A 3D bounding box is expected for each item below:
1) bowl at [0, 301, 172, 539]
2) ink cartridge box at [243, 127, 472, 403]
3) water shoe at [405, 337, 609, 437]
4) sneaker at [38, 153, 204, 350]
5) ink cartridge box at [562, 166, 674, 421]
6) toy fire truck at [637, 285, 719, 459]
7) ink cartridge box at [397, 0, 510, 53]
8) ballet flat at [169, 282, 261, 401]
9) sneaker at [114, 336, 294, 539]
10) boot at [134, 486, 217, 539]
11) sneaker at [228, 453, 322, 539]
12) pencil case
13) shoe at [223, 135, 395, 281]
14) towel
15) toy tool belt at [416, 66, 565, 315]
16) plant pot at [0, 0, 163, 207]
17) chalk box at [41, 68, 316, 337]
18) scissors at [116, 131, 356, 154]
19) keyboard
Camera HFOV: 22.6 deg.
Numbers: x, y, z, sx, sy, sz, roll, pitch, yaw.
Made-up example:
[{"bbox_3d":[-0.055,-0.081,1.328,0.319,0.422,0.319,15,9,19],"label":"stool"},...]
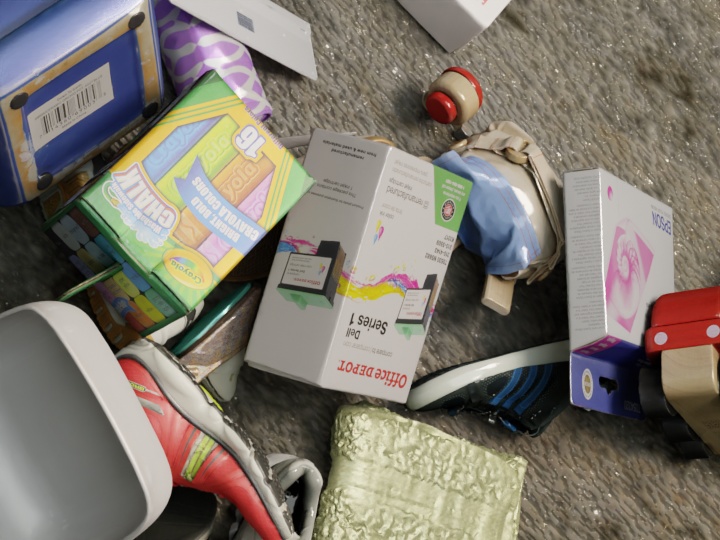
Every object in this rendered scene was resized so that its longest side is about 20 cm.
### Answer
[{"bbox_3d":[-0.239,0.129,1.389,0.075,0.199,0.201,-29,90,-55],"label":"bowl"},{"bbox_3d":[0.000,0.000,1.485,0.145,0.084,0.201,17,90,-58],"label":"ink cartridge box"},{"bbox_3d":[0.136,0.111,1.584,0.199,0.071,0.079,-12,86,-22],"label":"water shoe"},{"bbox_3d":[-0.198,-0.033,1.494,0.087,0.075,0.201,-24,92,-39],"label":"sneaker"},{"bbox_3d":[0.233,0.025,1.589,0.196,0.043,0.201,17,69,-62],"label":"ink cartridge box"},{"bbox_3d":[0.333,0.050,1.619,0.176,0.128,0.201,41,46,-53],"label":"toy fire truck"},{"bbox_3d":[0.071,-0.322,1.633,0.200,0.084,0.145,44,69,-8],"label":"ink cartridge box"},{"bbox_3d":[-0.146,0.094,1.488,0.200,0.068,0.067,-40,100,-13],"label":"ballet flat"},{"bbox_3d":[-0.132,0.147,1.424,0.085,0.077,0.200,-42,87,0],"label":"sneaker"},{"bbox_3d":[-0.166,0.278,1.433,0.073,0.204,0.155,8,118,8],"label":"boot"},{"bbox_3d":[-0.083,0.243,1.472,0.075,0.081,0.201,23,74,-17],"label":"sneaker"},{"bbox_3d":[-0.146,-0.203,1.532,0.085,0.084,0.201,-23,87,8],"label":"pencil case"},{"bbox_3d":[-0.057,-0.056,1.559,0.199,0.053,0.070,-32,125,-19],"label":"shoe"},{"bbox_3d":[0.053,0.205,1.545,0.199,0.036,0.149,21,69,-25],"label":"towel"},{"bbox_3d":[0.101,-0.069,1.578,0.123,0.125,0.200,-39,94,-31],"label":"toy tool belt"},{"bbox_3d":[-0.265,-0.181,1.389,0.200,0.200,0.180,-37,68,-21],"label":"plant pot"},{"bbox_3d":[-0.156,-0.035,1.397,0.124,0.125,0.200,46,67,-9],"label":"chalk box"},{"bbox_3d":[-0.106,-0.104,1.494,0.014,0.199,0.073,-86,152,-54],"label":"scissors"},{"bbox_3d":[-0.100,-0.216,1.524,0.200,0.011,0.057,22,57,-52],"label":"keyboard"}]
